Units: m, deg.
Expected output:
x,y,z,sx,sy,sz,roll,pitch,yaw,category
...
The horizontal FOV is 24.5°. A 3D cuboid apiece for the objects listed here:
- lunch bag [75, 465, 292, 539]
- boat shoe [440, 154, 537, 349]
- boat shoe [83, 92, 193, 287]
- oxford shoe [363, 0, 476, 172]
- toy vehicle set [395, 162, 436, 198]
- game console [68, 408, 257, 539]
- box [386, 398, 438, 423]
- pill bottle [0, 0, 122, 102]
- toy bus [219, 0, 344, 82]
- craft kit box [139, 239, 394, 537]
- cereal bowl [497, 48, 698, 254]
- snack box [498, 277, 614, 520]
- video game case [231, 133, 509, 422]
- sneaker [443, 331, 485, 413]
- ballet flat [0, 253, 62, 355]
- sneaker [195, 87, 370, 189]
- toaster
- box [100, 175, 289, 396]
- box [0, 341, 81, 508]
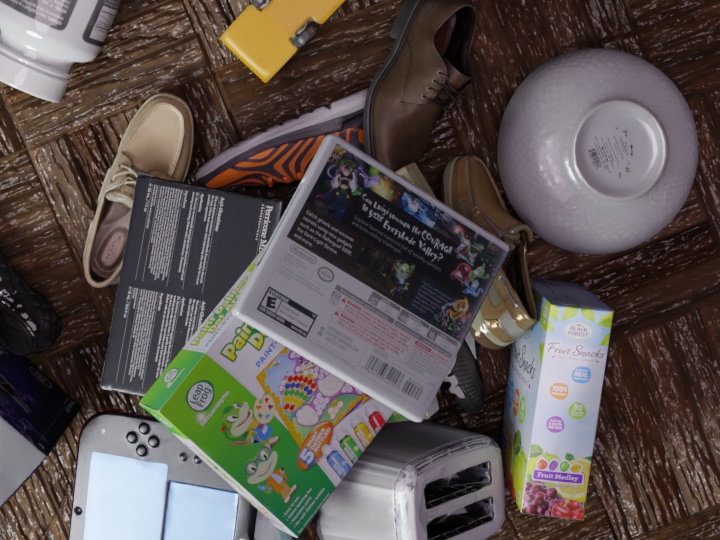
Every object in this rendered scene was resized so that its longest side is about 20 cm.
x,y,z,sx,sy,sz,roll,pitch,yaw,category
-0.158,0.247,1.611,0.200,0.122,0.171,-6,98,20,lunch bag
0.133,-0.028,1.577,0.076,0.072,0.200,-32,62,40,boat shoe
-0.217,-0.076,1.607,0.072,0.065,0.200,25,98,-3,boat shoe
0.058,-0.169,1.561,0.073,0.084,0.200,19,85,-44,oxford shoe
0.000,0.000,1.563,0.200,0.027,0.124,-30,88,27,toy vehicle set
-0.184,0.235,1.539,0.177,0.031,0.200,10,99,15,game console
-0.013,0.054,1.616,0.144,0.036,0.200,-9,97,26,box
-0.280,-0.265,1.558,0.111,0.111,0.200,25,97,-4,pill bottle
-0.043,-0.271,1.575,0.065,0.078,0.200,44,95,-5,toy bus
-0.066,0.103,1.486,0.198,0.048,0.200,45,74,-27,craft kit box
0.235,-0.114,1.581,0.200,0.083,0.201,-1,94,-12,cereal bowl
0.182,0.118,1.587,0.068,0.169,0.200,7,97,-5,snack box
0.012,0.008,1.460,0.200,0.023,0.182,31,78,-17,video game case
0.099,0.041,1.627,0.090,0.066,0.200,-20,96,5,sneaker
-0.371,0.000,1.634,0.066,0.057,0.200,-34,92,30,ballet flat
-0.053,-0.091,1.601,0.200,0.078,0.112,-22,97,3,sneaker
0.047,0.211,1.579,0.129,0.200,0.114,3,100,45,toaster
-0.147,0.023,1.539,0.141,0.079,0.200,11,92,12,box
-0.354,0.131,1.568,0.079,0.200,0.141,-44,97,5,box
